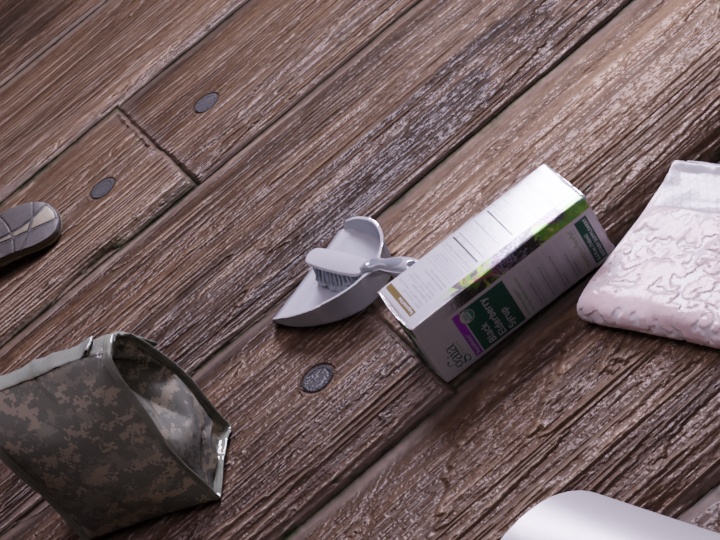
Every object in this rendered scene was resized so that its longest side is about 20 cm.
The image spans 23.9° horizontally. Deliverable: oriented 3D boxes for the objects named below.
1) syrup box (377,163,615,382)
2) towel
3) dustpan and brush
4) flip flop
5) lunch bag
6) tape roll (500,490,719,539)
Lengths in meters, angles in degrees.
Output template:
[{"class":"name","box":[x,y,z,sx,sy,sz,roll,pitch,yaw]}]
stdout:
[{"class":"syrup box","box":[0.124,0.002,1.559,0.200,0.079,0.081,-38,36,-3]},{"class":"towel","box":[0.309,-0.017,1.471,0.199,0.032,0.191,10,56,46]},{"class":"dustpan and brush","box":[0.000,0.000,1.678,0.199,0.057,0.140,11,56,45]},{"class":"flip flop","box":[-0.458,-0.032,2.090,0.199,0.058,0.081,-17,71,3]},{"class":"lunch bag","box":[-0.244,0.142,1.601,0.163,0.200,0.118,-20,39,21]},{"class":"tape roll","box":[0.177,0.260,1.125,0.139,0.203,0.203,12,57,45]}]
